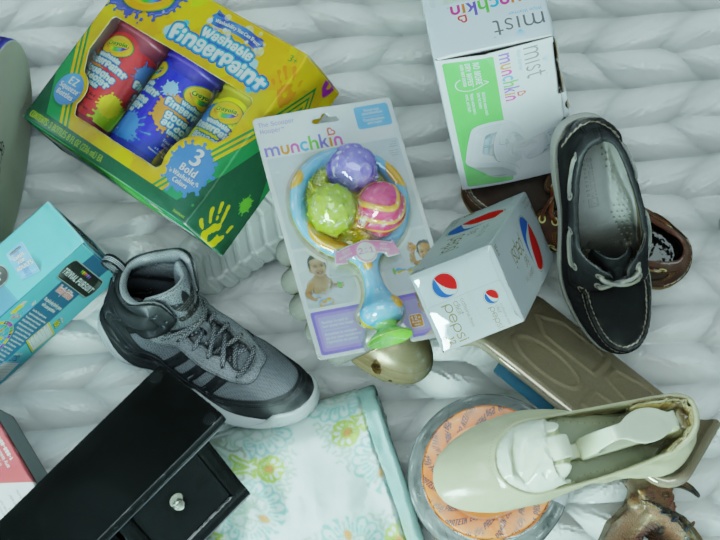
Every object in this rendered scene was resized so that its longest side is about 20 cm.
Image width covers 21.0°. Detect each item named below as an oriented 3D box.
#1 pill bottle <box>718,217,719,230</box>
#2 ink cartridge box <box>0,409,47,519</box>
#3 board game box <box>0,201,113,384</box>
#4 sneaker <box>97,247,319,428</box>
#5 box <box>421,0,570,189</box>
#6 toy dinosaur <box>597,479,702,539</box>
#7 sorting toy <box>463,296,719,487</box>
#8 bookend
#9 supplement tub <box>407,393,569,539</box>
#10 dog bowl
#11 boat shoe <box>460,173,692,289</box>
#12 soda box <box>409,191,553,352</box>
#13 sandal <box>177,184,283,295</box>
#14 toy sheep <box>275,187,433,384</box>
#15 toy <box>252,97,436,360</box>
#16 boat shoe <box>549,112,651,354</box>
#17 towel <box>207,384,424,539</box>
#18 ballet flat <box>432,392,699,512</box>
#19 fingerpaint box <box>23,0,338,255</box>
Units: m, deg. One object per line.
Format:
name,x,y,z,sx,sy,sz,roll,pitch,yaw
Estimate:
pill bottle,0.378,-0.097,1.547,0.114,0.114,0.200,28,83,8
ink cartridge box,-0.338,0.224,1.560,0.200,0.083,0.147,-32,80,-2
board game box,-0.293,0.041,1.553,0.200,0.151,0.047,-43,80,-4
sneaker,-0.125,0.051,1.546,0.200,0.114,0.076,24,59,14
box,0.101,-0.191,1.519,0.096,0.200,0.177,-11,63,4
toy dinosaur,0.221,0.258,1.518,0.135,0.086,0.201,-13,85,-5
sorting toy,0.176,0.094,1.502,0.200,0.185,0.037,34,108,10
bookend,-0.158,0.218,1.498,0.199,0.200,0.092,-44,44,-14
supplement tub,0.098,0.160,1.480,0.122,0.200,0.123,-1,81,3
dog bowl,-0.326,-0.093,1.553,0.078,0.200,0.201,9,81,3
boat shoe,0.176,-0.045,1.576,0.199,0.070,0.071,20,83,8
soda box,0.095,-0.002,1.470,0.068,0.200,0.064,-22,98,16
sandal,-0.068,-0.056,1.602,0.202,0.083,0.050,-29,37,-3
toy sheep,0.000,0.000,1.551,0.138,0.138,0.201,-26,84,-1
toy,0.000,-0.040,1.472,0.115,0.047,0.201,-10,75,-18
boat shoe,0.192,-0.021,1.497,0.074,0.060,0.201,-11,110,-7
towel,-0.038,0.210,1.559,0.171,0.048,0.201,-17,80,0
ballet flat,0.149,0.122,1.353,0.199,0.069,0.070,-11,79,-19
fingerpaint box,-0.148,-0.136,1.579,0.200,0.073,0.167,33,84,30
